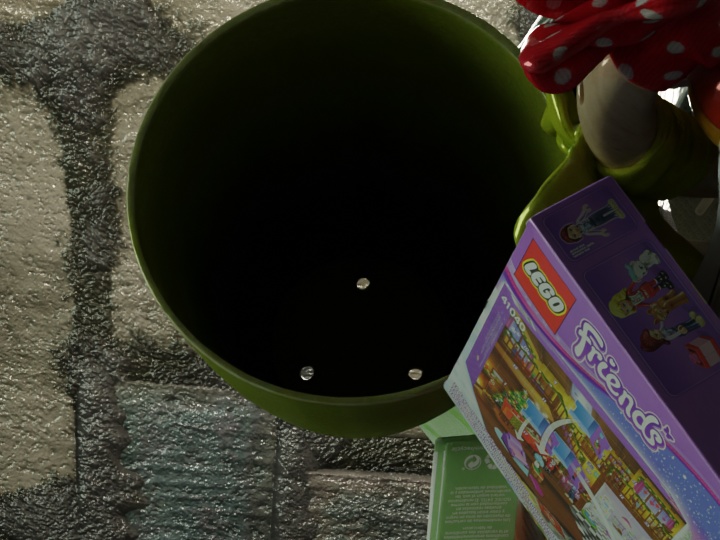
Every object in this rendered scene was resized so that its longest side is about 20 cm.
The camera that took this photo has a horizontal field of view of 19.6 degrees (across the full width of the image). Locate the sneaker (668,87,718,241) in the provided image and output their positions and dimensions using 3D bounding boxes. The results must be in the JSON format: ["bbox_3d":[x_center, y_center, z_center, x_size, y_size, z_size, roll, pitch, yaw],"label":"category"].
[{"bbox_3d":[0.185,-0.105,0.954,0.080,0.070,0.201,-7,-71,-84],"label":"sneaker"}]

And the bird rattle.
[{"bbox_3d":[0.125,-0.077,0.759,0.200,0.162,0.113,90,171,-49],"label":"bird rattle"}]

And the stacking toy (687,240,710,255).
[{"bbox_3d":[0.152,0.087,0.816,0.200,0.145,0.147,-126,36,-62],"label":"stacking toy"}]

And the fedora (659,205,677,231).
[{"bbox_3d":[0.159,0.036,1.056,0.200,0.090,0.177,93,-178,-49],"label":"fedora"}]

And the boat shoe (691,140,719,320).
[{"bbox_3d":[0.152,0.002,0.693,0.070,0.071,0.200,59,148,36],"label":"boat shoe"}]

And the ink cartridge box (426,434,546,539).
[{"bbox_3d":[0.060,0.192,0.912,0.146,0.048,0.201,64,-153,-49],"label":"ink cartridge box"}]

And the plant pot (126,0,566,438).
[{"bbox_3d":[0.000,0.000,0.947,0.200,0.186,0.188,85,-171,-69],"label":"plant pot"}]

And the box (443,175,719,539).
[{"bbox_3d":[0.112,0.084,0.725,0.200,0.039,0.137,56,156,17],"label":"box"}]

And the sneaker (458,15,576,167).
[{"bbox_3d":[0.068,-0.046,1.033,0.200,0.076,0.114,-49,5,42],"label":"sneaker"}]

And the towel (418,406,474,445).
[{"bbox_3d":[0.103,0.139,1.055,0.031,0.200,0.149,-41,1,-17],"label":"towel"}]
